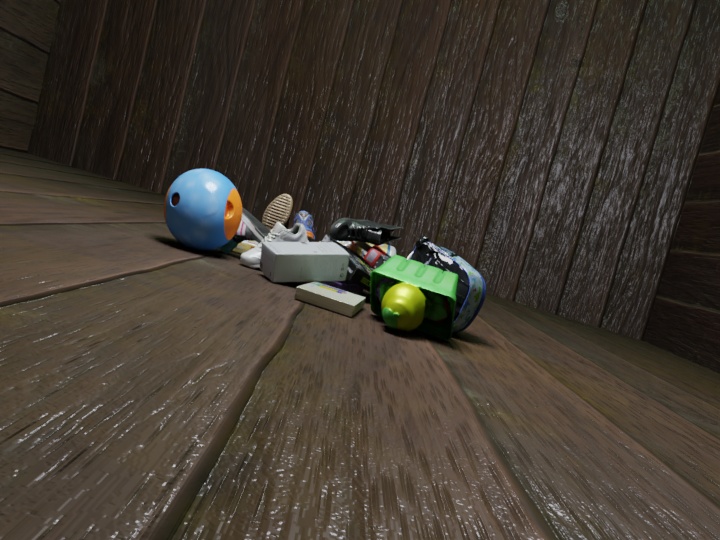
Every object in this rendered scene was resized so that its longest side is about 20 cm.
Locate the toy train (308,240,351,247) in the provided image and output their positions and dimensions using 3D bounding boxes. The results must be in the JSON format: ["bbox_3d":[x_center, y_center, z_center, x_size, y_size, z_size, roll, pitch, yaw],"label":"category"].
[{"bbox_3d":[-0.122,-0.056,1.752,0.193,0.058,0.150,4,4,1],"label":"toy train"}]

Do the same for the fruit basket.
[{"bbox_3d":[0.104,0.076,1.293,0.208,0.158,0.220,-1,45,1],"label":"fruit basket"}]

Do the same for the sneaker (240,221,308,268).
[{"bbox_3d":[-0.224,-0.073,1.570,0.196,0.102,0.077,-21,30,-28],"label":"sneaker"}]

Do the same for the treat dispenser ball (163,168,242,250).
[{"bbox_3d":[-0.400,-0.154,1.547,0.195,0.207,0.201,16,4,-1],"label":"treat dispenser ball"}]

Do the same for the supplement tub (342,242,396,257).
[{"bbox_3d":[0.002,-0.028,1.887,0.194,0.149,0.145,15,4,-3],"label":"supplement tub"}]

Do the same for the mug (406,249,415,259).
[{"bbox_3d":[0.202,0.051,1.754,0.144,0.191,0.155,-3,-36,4],"label":"mug"}]

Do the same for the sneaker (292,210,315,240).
[{"bbox_3d":[-0.159,-0.127,1.724,0.073,0.081,0.200,4,2,-10],"label":"sneaker"}]

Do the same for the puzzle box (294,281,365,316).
[{"bbox_3d":[-0.062,0.061,1.344,0.129,0.026,0.200,17,4,7],"label":"puzzle box"}]

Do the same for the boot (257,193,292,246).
[{"bbox_3d":[-0.233,-0.118,1.754,0.071,0.204,0.166,27,4,11],"label":"boot"}]

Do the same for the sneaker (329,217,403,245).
[{"bbox_3d":[0.018,-0.103,1.643,0.196,0.062,0.103,-9,23,-45],"label":"sneaker"}]

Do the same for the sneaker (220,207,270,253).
[{"bbox_3d":[-0.327,-0.090,1.655,0.199,0.122,0.083,39,13,23],"label":"sneaker"}]

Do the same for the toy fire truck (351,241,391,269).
[{"bbox_3d":[0.022,-0.062,1.723,0.140,0.049,0.200,40,8,1],"label":"toy fire truck"}]

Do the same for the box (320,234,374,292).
[{"bbox_3d":[0.000,0.000,1.628,0.192,0.048,0.200,34,8,-40],"label":"box"}]

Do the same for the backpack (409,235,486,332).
[{"bbox_3d":[0.206,0.049,1.483,0.145,0.187,0.199,16,15,-47],"label":"backpack"}]

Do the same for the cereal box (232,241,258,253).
[{"bbox_3d":[-0.359,-0.080,1.854,0.140,0.041,0.200,16,4,-8],"label":"cereal box"}]

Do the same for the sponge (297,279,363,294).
[{"bbox_3d":[-0.084,0.033,1.573,0.109,0.031,0.198,19,5,30],"label":"sponge"}]

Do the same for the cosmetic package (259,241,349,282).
[{"bbox_3d":[-0.136,-0.022,1.471,0.195,0.076,0.101,0,18,-31],"label":"cosmetic package"}]

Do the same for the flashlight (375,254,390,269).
[{"bbox_3d":[0.130,0.015,1.593,0.196,0.069,0.068,24,12,-22],"label":"flashlight"}]
